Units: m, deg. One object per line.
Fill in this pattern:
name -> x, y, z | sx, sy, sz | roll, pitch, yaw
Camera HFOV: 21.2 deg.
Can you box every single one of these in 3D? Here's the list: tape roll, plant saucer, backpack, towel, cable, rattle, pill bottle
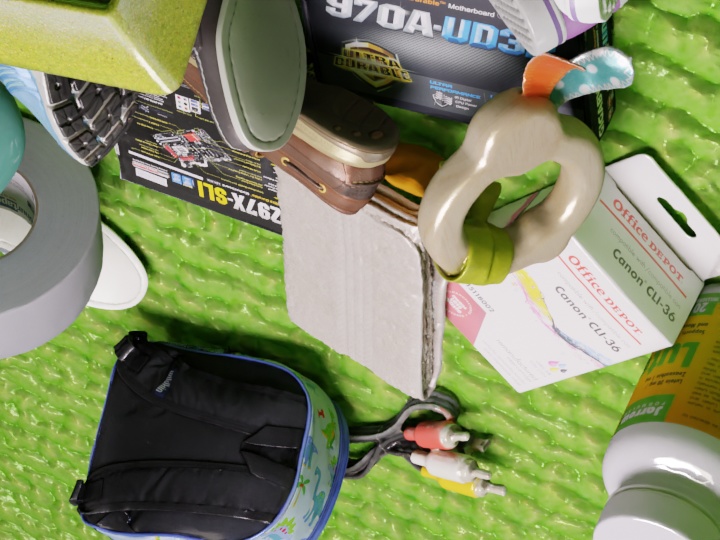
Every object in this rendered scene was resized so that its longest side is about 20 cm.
tape roll -> -0.302, -0.028, 1.501 | 0.200, 0.200, 0.066 | 23, 147, 12
plant saucer -> -0.177, -0.222, 1.181 | 0.200, 0.200, 0.048 | 13, 172, 25
backpack -> -0.111, 0.160, 1.612 | 0.200, 0.183, 0.147 | 4, 159, 28
towel -> 0.000, 0.000, 1.360 | 0.132, 0.034, 0.200 | 31, 148, 23
cable -> 0.028, 0.147, 1.593 | 0.200, 0.050, 0.097 | -5, 127, 40
rattle -> 0.085, -0.098, 1.186 | 0.130, 0.143, 0.200 | -5, 138, -7
pill bottle -> 0.227, 0.114, 1.276 | 0.111, 0.200, 0.111 | 20, 143, 16

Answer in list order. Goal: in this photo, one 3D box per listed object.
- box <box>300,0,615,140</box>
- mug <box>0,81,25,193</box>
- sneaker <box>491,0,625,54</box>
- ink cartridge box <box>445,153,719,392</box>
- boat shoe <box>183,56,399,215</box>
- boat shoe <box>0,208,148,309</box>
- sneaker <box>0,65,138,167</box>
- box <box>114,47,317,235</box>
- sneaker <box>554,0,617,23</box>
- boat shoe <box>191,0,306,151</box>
box -> 0.058, -0.164, 1.202 | 0.200, 0.046, 0.159 | 16, 143, 22
mug -> -0.328, -0.117, 1.408 | 0.152, 0.114, 0.185 | 18, 146, 28
sneaker -> 0.092, -0.227, 1.078 | 0.201, 0.114, 0.073 | 57, 177, 11
ink cartridge box -> 0.149, 0.004, 1.317 | 0.116, 0.068, 0.200 | 45, 143, -16
boat shoe -> -0.065, -0.105, 1.261 | 0.200, 0.072, 0.068 | 35, 126, 24
boat shoe -> -0.266, -0.032, 1.611 | 0.200, 0.073, 0.062 | 26, -172, -3
sneaker -> -0.227, -0.159, 1.326 | 0.090, 0.078, 0.200 | 13, 143, 45
box -> -0.087, -0.104, 1.383 | 0.200, 0.049, 0.160 | 19, 145, 17
sneaker -> 0.078, -0.222, 1.010 | 0.114, 0.201, 0.073 | -7, 173, 19
boat shoe -> -0.082, -0.167, 1.204 | 0.061, 0.201, 0.072 | -15, 166, 41
